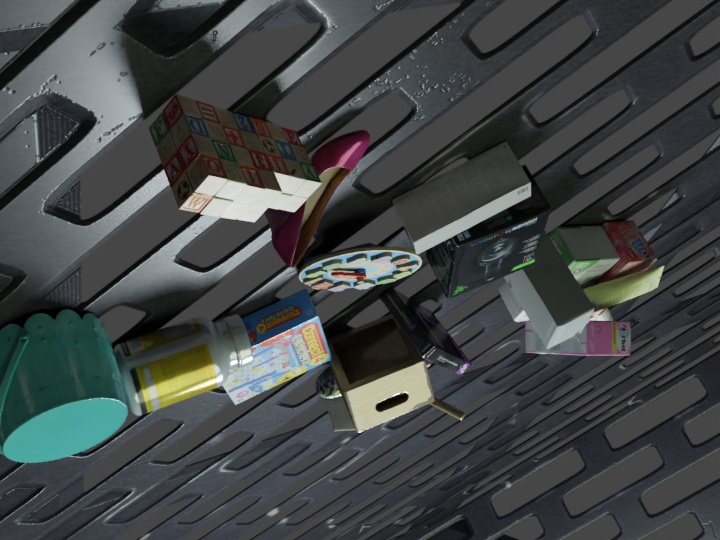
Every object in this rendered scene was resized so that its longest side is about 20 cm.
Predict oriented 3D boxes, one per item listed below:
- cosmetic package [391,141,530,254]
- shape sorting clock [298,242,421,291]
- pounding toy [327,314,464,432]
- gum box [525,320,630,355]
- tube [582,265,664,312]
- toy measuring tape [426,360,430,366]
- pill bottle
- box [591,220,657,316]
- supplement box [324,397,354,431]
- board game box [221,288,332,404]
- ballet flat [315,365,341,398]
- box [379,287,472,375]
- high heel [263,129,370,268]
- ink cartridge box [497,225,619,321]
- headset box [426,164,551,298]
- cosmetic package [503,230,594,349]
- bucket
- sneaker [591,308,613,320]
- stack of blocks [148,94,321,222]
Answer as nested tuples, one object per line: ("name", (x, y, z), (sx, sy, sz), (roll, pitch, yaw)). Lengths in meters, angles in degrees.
("cosmetic package", (0.154, -0.110, 1.464), (0.197, 0.084, 0.051), (-26, 157, 0))
("shape sorting clock", (0.000, 0.000, 1.514), (0.195, 0.040, 0.200), (-4, 167, -1))
("pounding toy", (0.060, 0.199, 1.759), (0.196, 0.185, 0.144), (-20, 125, -6))
("gum box", (0.424, 0.132, 1.911), (0.111, 0.068, 0.199), (2, 177, -29))
("tube", (0.498, 0.042, 1.889), (0.196, 0.053, 0.058), (-18, -172, -5))
("toy measuring tape", (0.097, 0.245, 2.079), (0.073, 0.074, 0.200), (3, 142, -46))
("pill bottle", (-0.269, 0.137, 1.475), (0.196, 0.113, 0.113), (-18, 153, -17))
("box", (0.491, 0.000, 1.965), (0.093, 0.104, 0.201), (-6, 148, -37))
("supplement box", (0.016, 0.273, 1.966), (0.124, 0.075, 0.200), (-17, 176, -18))
("board game box", (-0.155, 0.134, 1.643), (0.193, 0.057, 0.201), (-24, 154, -5))
("ballet flat", (0.000, 0.189, 1.886), (0.197, 0.073, 0.072), (-16, 153, -33))
("box", (0.122, 0.114, 1.772), (0.036, 0.144, 0.199), (-42, 152, 11))
("high heel", (-0.048, -0.095, 1.277), (0.199, 0.097, 0.067), (-37, 152, 20))
("ink cartridge box", (0.386, 0.006, 1.895), (0.143, 0.085, 0.201), (-4, 146, -39))
("headset box", (0.206, -0.057, 1.597), (0.171, 0.094, 0.201), (-21, 154, -11))
("cosmetic package", (0.329, 0.025, 1.740), (0.089, 0.202, 0.107), (-20, 154, -12))
("bucket", (-0.429, 0.167, 1.349), (0.204, 0.136, 0.208), (-21, 154, -11))
("sneaker", (0.480, 0.121, 2.244), (0.197, 0.073, 0.085), (-28, 124, 15))
("stack of blocks", (-0.137, -0.121, 1.124), (0.058, 0.117, 0.198), (-40, 152, 29))
